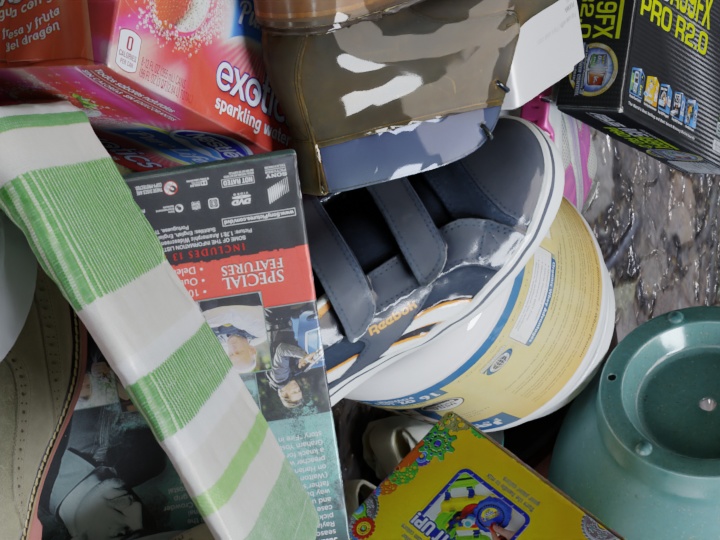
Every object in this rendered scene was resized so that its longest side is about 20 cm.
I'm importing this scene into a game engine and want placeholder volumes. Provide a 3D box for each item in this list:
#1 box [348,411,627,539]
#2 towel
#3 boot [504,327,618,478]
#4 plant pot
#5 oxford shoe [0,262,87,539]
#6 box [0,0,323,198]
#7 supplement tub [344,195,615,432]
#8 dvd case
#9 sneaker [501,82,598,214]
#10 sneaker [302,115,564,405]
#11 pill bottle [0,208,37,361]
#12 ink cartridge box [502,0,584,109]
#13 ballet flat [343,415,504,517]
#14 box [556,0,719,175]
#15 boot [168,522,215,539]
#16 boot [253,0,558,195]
[{"bbox_3d":[0.049,0.213,0.937,0.193,0.122,0.200,-46,143,-12],"label":"box"},{"bbox_3d":[-0.077,0.027,0.696,0.200,0.023,0.153,60,5,-3],"label":"towel"},{"bbox_3d":[0.119,0.150,1.222,0.188,0.068,0.201,-51,140,-55],"label":"boot"},{"bbox_3d":[0.195,0.106,1.054,0.134,0.200,0.201,76,33,-47],"label":"plant pot"},{"bbox_3d":[-0.149,0.052,0.722,0.075,0.070,0.201,35,58,-79],"label":"oxford shoe"},{"bbox_3d":[-0.079,-0.101,0.827,0.200,0.095,0.100,26,69,-56],"label":"box"},{"bbox_3d":[0.043,0.006,0.979,0.200,0.144,0.145,24,71,-61],"label":"supplement tub"},{"bbox_3d":[-0.084,0.058,0.795,0.022,0.145,0.201,-123,-156,-78],"label":"dvd case"},{"bbox_3d":[0.106,-0.041,1.150,0.088,0.081,0.201,17,78,-56],"label":"sneaker"},{"bbox_3d":[0.000,0.000,0.842,0.079,0.200,0.079,55,13,31],"label":"sneaker"},{"bbox_3d":[-0.200,-0.021,0.615,0.200,0.112,0.113,30,66,-55],"label":"pill bottle"},{"bbox_3d":[0.018,-0.181,0.935,0.083,0.146,0.201,-39,123,-51],"label":"ink cartridge box"},{"bbox_3d":[0.023,0.126,1.037,0.069,0.068,0.200,59,43,-29],"label":"ballet flat"},{"bbox_3d":[0.193,-0.155,1.171,0.200,0.044,0.161,17,81,-57],"label":"box"},{"bbox_3d":[-0.078,0.213,0.770,0.073,0.155,0.201,-161,-129,-84],"label":"boot"},{"bbox_3d":[0.041,-0.098,0.835,0.199,0.075,0.097,-14,109,-31],"label":"boot"}]
